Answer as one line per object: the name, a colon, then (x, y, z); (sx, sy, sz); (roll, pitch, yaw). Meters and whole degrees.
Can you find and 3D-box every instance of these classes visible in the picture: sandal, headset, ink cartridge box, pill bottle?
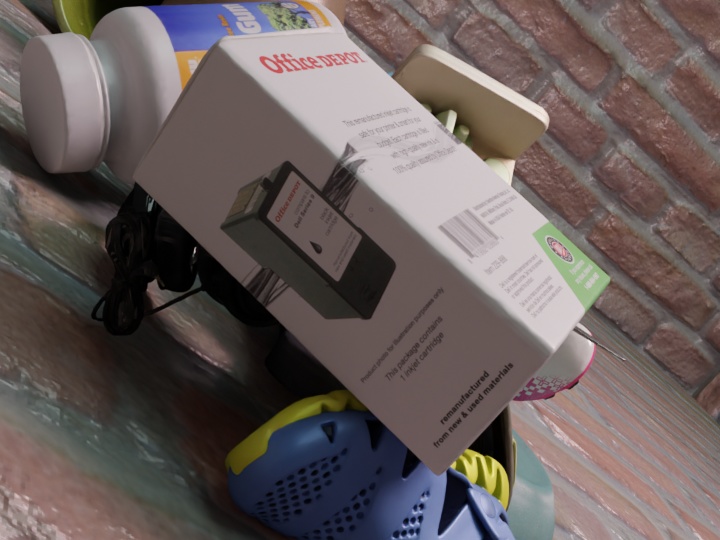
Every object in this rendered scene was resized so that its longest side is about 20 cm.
sandal: (-0.028, 0.060, 0.696); (0.076, 0.043, 0.200); (35, 6, 6)
headset: (-0.082, -0.024, 0.619); (0.122, 0.095, 0.200); (15, 29, 16)
ink cartridge box: (0.011, -0.021, 0.550); (0.200, 0.084, 0.146); (44, 25, 9)
pill bottle: (-0.110, -0.115, 0.731); (0.198, 0.113, 0.112); (-11, 44, -33)
sandal: (0.019, 0.120, 0.540); (0.199, 0.079, 0.088); (26, 34, -42)

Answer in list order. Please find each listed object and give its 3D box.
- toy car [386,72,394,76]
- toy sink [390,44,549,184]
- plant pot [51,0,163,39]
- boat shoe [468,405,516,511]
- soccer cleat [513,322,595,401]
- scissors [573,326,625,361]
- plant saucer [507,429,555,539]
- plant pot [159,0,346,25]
toy car: (-0.011, -0.076, 1.125); (0.199, 0.185, 0.177); (-12, 48, -41)
toy sink: (0.047, -0.065, 0.938); (0.129, 0.200, 0.113); (26, 55, -17)
plant pot: (-0.181, -0.253, 1.124); (0.200, 0.200, 0.190); (43, -3, 8)
boat shoe: (0.055, 0.066, 0.680); (0.060, 0.072, 0.203); (40, -30, 53)
soccer cleat: (0.095, 0.061, 0.919); (0.086, 0.070, 0.199); (33, -23, -33)
scissors: (0.091, 0.004, 0.775); (0.199, 0.014, 0.073); (33, -9, 34)
plant saucer: (0.081, 0.126, 0.856); (0.200, 0.036, 0.200); (40, 10, -8)
plant pot: (-0.094, -0.183, 0.920); (0.198, 0.176, 0.200); (20, -9, 3)
